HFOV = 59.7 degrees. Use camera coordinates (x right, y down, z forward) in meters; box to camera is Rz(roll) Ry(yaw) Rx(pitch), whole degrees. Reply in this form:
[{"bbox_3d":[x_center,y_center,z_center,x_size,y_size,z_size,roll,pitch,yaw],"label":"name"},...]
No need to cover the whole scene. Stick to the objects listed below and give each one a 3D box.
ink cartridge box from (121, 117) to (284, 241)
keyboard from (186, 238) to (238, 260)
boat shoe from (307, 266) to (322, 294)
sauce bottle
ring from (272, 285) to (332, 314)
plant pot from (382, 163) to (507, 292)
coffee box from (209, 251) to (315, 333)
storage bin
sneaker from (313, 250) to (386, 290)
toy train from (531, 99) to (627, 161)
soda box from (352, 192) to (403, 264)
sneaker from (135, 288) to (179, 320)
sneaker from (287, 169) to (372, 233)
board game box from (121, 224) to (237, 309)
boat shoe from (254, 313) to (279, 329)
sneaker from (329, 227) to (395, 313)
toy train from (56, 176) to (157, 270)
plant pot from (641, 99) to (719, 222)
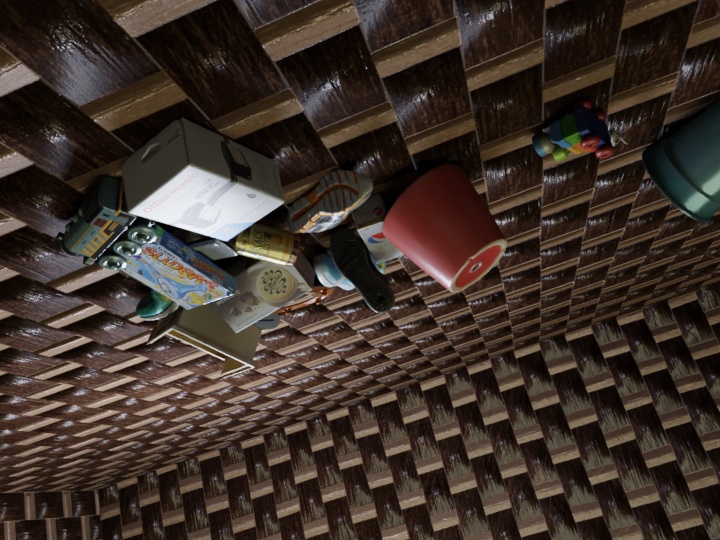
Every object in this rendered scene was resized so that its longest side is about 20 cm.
[{"bbox_3d":[-0.238,-0.131,0.965,0.144,0.085,0.199,-28,155,28],"label":"ink cartridge box"},{"bbox_3d":[-0.312,-0.029,1.160,0.198,0.011,0.056,-9,152,36],"label":"keyboard"},{"bbox_3d":[-0.143,0.015,1.405,0.070,0.071,0.199,-24,167,36],"label":"boat shoe"},{"bbox_3d":[-0.209,-0.057,1.142,0.198,0.067,0.066,12,149,-22],"label":"sauce bottle"},{"bbox_3d":[-0.158,0.075,1.435,0.198,0.019,0.201,-16,167,-4],"label":"ring"},{"bbox_3d":[0.170,-0.070,1.198,0.199,0.178,0.201,-32,157,-15],"label":"plant pot"},{"bbox_3d":[-0.205,0.025,1.282,0.198,0.080,0.113,-29,116,16],"label":"coffee box"},{"bbox_3d":[-0.350,0.151,1.410,0.199,0.095,0.198,30,149,-24],"label":"storage bin"},{"bbox_3d":[-0.016,-0.015,1.412,0.129,0.080,0.200,-22,167,19],"label":"sneaker"},{"bbox_3d":[0.416,-0.239,1.185,0.115,0.086,0.199,-20,161,38],"label":"toy train"},{"bbox_3d":[0.038,-0.083,1.304,0.067,0.064,0.200,-19,158,6],"label":"soda box"},{"bbox_3d":[-0.396,0.032,1.288,0.199,0.078,0.079,-33,136,23],"label":"sneaker"},{"bbox_3d":[-0.047,-0.122,1.143,0.199,0.079,0.077,-21,160,41],"label":"sneaker"},{"bbox_3d":[-0.344,-0.001,1.154,0.134,0.035,0.200,-17,140,32],"label":"board game box"},{"bbox_3d":[-0.300,0.126,1.551,0.198,0.073,0.071,10,164,-33],"label":"boat shoe"},{"bbox_3d":[0.000,0.000,1.345,0.076,0.200,0.114,-38,-178,-2],"label":"sneaker"},{"bbox_3d":[-0.403,-0.071,1.008,0.113,0.086,0.199,22,140,-39],"label":"toy train"},{"bbox_3d":[0.718,-0.238,1.269,0.198,0.202,0.196,1,144,-37],"label":"plant pot"}]
